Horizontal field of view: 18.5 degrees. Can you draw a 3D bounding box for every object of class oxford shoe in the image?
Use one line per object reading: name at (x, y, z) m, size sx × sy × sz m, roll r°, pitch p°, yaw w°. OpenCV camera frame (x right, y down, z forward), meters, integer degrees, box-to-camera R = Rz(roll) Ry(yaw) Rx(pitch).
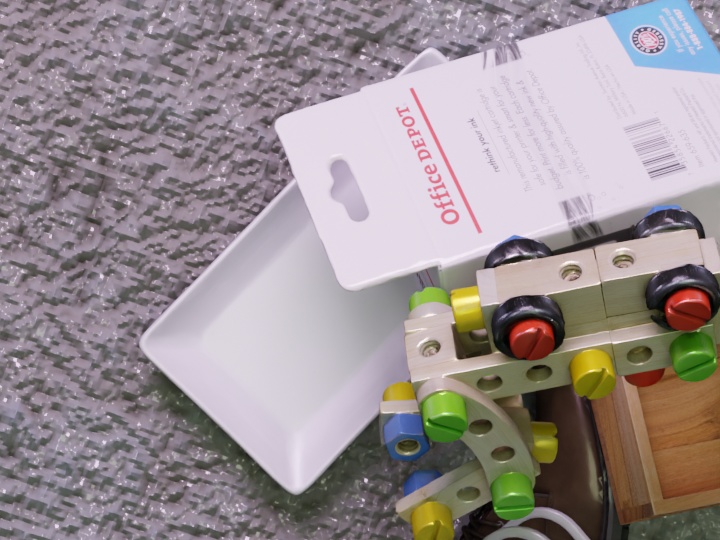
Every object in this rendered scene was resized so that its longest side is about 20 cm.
oxford shoe at (0.083, 0.119, 1.043) m, size 0.084 × 0.073 × 0.200 m, roll 1°, pitch 90°, yaw -2°

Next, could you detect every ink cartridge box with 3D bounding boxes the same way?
ink cartridge box at (0.073, -0.039, 0.990) m, size 0.200 × 0.067 × 0.116 m, roll -17°, pitch 50°, yaw -7°

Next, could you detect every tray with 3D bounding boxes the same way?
tray at (0.000, 0.000, 1.054) m, size 0.107 × 0.022 × 0.200 m, roll 45°, pitch 86°, yaw -5°
tray at (0.202, 0.052, 1.033) m, size 0.200 × 0.037 × 0.099 m, roll -8°, pitch 79°, yaw -24°

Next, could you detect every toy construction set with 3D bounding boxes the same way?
toy construction set at (0.099, 0.037, 0.921) m, size 0.200 × 0.092 × 0.131 m, roll -21°, pitch 134°, yaw -5°

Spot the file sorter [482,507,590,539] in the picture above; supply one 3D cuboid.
file sorter at (0.050, 0.192, 0.926) m, size 0.125 × 0.200 × 0.139 m, roll -44°, pitch 78°, yaw 19°
